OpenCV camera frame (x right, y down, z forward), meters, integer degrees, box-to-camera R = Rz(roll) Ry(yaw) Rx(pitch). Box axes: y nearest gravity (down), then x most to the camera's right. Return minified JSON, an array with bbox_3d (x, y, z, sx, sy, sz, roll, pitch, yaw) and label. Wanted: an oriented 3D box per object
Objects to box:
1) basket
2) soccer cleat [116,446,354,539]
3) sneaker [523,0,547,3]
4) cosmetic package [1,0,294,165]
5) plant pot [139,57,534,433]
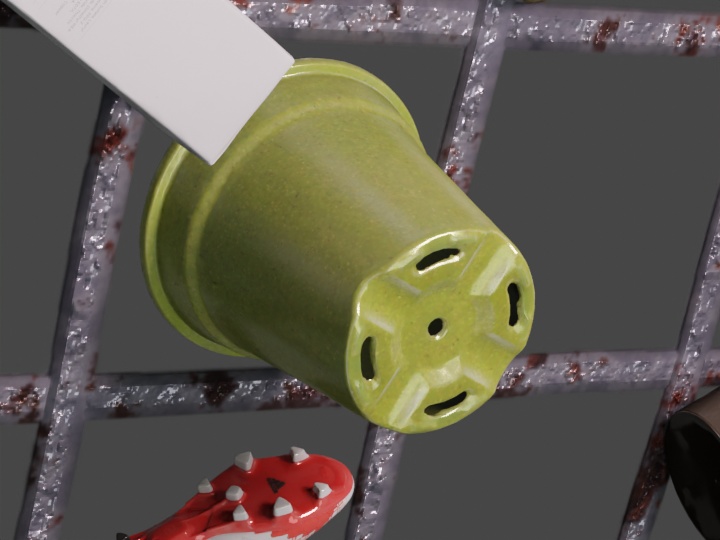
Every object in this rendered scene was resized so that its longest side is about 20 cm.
[{"bbox_3d":[0.332,0.120,1.909,0.200,0.136,0.180,-21,119,-20],"label":"basket"},{"bbox_3d":[-0.093,0.181,1.689,0.200,0.069,0.085,-27,136,-16],"label":"soccer cleat"},{"bbox_3d":[0.170,-0.243,1.645,0.200,0.070,0.076,-34,91,1],"label":"sneaker"},{"bbox_3d":[-0.142,-0.154,1.436,0.081,0.113,0.200,-50,130,-2],"label":"cosmetic package"},{"bbox_3d":[0.000,0.000,1.571,0.200,0.184,0.200,-17,124,-27],"label":"plant pot"}]
